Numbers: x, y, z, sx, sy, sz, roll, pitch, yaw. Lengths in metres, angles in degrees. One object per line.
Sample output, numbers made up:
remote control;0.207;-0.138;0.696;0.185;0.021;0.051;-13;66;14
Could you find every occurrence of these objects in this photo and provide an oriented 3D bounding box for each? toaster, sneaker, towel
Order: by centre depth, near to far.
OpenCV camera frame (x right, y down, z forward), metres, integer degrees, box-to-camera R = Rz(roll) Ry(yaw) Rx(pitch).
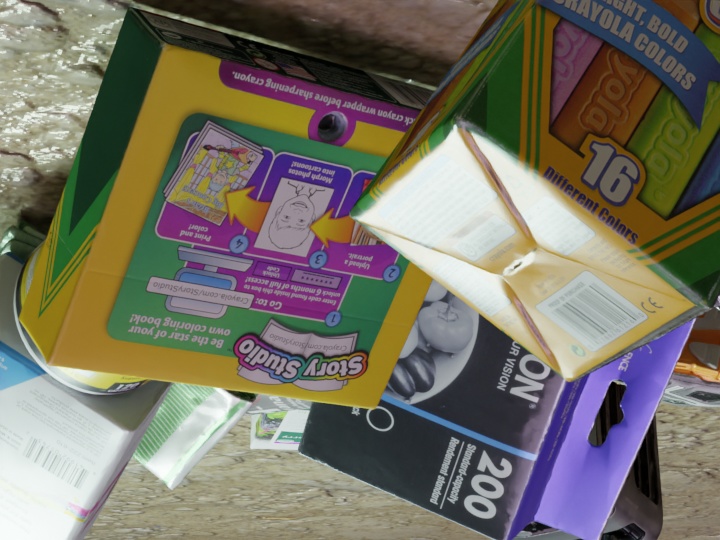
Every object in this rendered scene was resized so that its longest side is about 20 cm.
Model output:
towel;-0.180;0.062;1.157;0.200;0.023;0.153;36;137;-6
sneaker;0.209;0.061;1.230;0.200;0.078;0.077;15;148;9
toaster;0.166;0.133;1.381;0.119;0.200;0.181;-11;153;23

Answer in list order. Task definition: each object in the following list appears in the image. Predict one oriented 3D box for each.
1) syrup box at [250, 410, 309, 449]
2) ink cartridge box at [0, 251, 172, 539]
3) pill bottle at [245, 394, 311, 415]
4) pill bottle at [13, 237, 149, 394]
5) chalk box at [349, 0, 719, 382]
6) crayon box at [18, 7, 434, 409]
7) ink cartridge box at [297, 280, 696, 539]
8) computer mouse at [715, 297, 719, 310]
syrup box;-0.044;0.096;1.407;0.079;0.081;0.200;3;162;-9
ink cartridge box;-0.230;0.109;1.132;0.145;0.085;0.200;33;127;0
pill bottle;-0.079;0.048;1.192;0.200;0.111;0.111;-8;162;26
pill bottle;-0.120;-0.006;0.991;0.112;0.112;0.200;10;153;-31
chalk box;0.111;-0.078;0.700;0.124;0.200;0.125;36;154;-6
crayon box;-0.052;-0.024;0.860;0.200;0.173;0.058;11;-159;-34
ink cartridge box;0.077;0.066;1.002;0.200;0.043;0.198;21;122;8
computer mouse;0.249;-0.008;1.061;0.200;0.044;0.110;-18;119;4
